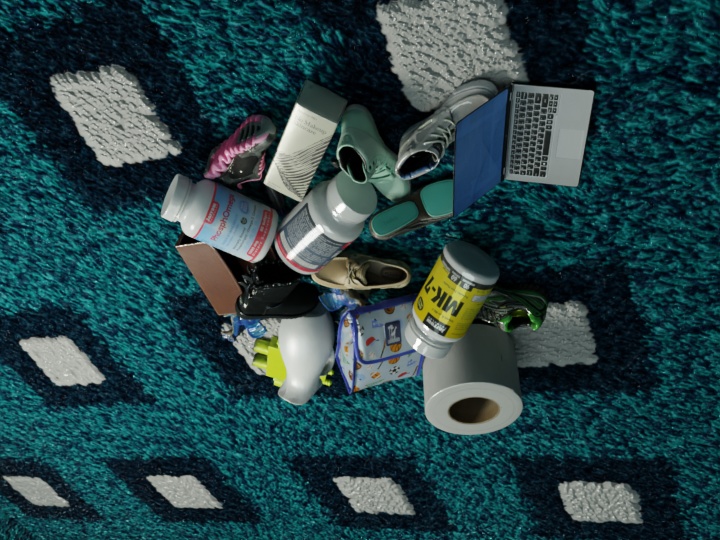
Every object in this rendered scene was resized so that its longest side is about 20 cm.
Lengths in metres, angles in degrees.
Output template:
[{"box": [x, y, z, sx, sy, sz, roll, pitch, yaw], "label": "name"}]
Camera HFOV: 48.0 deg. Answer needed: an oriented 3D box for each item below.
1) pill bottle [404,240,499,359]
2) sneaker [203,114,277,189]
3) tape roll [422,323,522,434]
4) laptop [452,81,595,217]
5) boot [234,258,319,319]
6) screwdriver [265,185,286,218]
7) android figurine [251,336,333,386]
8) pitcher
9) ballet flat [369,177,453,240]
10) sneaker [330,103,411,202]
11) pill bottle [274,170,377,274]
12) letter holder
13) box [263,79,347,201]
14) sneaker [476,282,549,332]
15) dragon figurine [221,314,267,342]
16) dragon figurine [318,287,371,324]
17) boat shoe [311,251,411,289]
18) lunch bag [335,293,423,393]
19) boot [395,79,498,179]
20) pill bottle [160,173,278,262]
[{"box": [0.164, 0.057, 1.496, 0.112, 0.115, 0.203, 23, 118, -7], "label": "pill bottle"}, {"box": [-0.193, -0.201, 1.427, 0.095, 0.080, 0.198, 34, 145, -27], "label": "sneaker"}, {"box": [0.225, 0.225, 1.651, 0.197, 0.141, 0.205, 1, 140, 1], "label": "tape roll"}, {"box": [0.249, -0.177, 1.254, 0.195, 0.117, 0.190, 8, 139, 12], "label": "laptop"}, {"box": [-0.146, 0.032, 1.571, 0.194, 0.075, 0.163, -6, 155, -28], "label": "boot"}, {"box": [-0.145, -0.094, 1.555, 0.029, 0.028, 0.202, 29, 150, 35], "label": "screwdriver"}, {"box": [-0.157, 0.220, 1.889, 0.196, 0.042, 0.184, 18, 139, 2], "label": "android figurine"}, {"box": [-0.105, 0.162, 1.748, 0.119, 0.171, 0.204, 19, 118, 26], "label": "pitcher"}, {"box": [0.107, -0.108, 1.411, 0.196, 0.069, 0.068, -19, 171, 6], "label": "ballet flat"}, {"box": [0.017, -0.162, 1.351, 0.072, 0.120, 0.201, -14, 131, 29], "label": "sneaker"}, {"box": [-0.061, -0.089, 1.456, 0.118, 0.121, 0.199, 33, 137, -18], "label": "pill bottle"}, {"box": [-0.254, -0.019, 1.619, 0.139, 0.102, 0.202, -5, 134, 21], "label": "letter holder"}, {"box": [-0.096, -0.216, 1.371, 0.081, 0.069, 0.201, 24, 139, -6], "label": "box"}, {"box": [0.257, 0.070, 1.544, 0.195, 0.086, 0.079, 0, 137, 21], "label": "sneaker"}, {"box": [-0.231, 0.105, 1.765, 0.196, 0.060, 0.100, -10, 136, 28], "label": "dragon figurine"}, {"box": [-0.047, 0.045, 1.643, 0.098, 0.060, 0.200, -20, 126, 35], "label": "dragon figurine"}, {"box": [0.000, 0.000, 1.550, 0.195, 0.073, 0.065, 0, -179, 4], "label": "boat shoe"}, {"box": [0.045, 0.138, 1.627, 0.166, 0.125, 0.203, -12, 138, -19], "label": "lunch bag"}, {"box": [0.134, -0.212, 1.273, 0.073, 0.097, 0.199, 37, 136, -22], "label": "boot"}, {"box": [-0.258, -0.098, 1.480, 0.197, 0.111, 0.109, 23, 140, -23], "label": "pill bottle"}]
